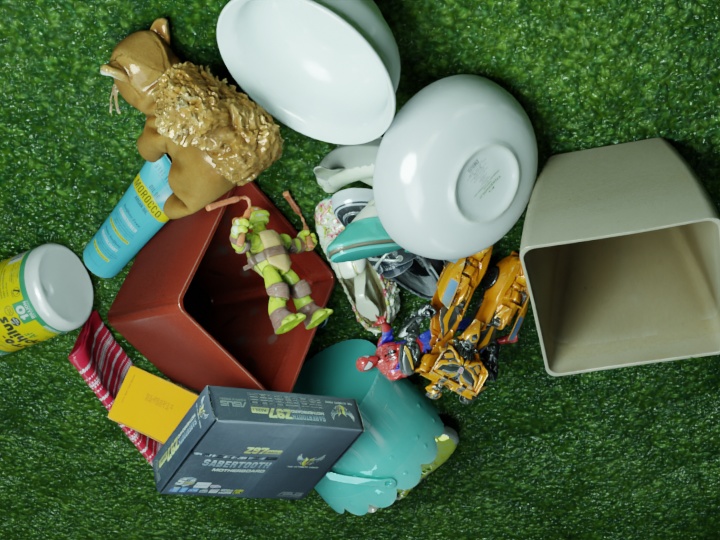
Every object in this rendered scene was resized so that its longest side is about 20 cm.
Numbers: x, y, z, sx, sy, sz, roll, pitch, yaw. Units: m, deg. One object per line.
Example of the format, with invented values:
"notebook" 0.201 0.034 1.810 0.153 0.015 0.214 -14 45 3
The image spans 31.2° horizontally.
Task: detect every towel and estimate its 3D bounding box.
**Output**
"towel" -0.305 0.156 1.676 0.022 0.145 0.200 -31 108 9

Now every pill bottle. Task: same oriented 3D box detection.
"pill bottle" -0.448 0.046 1.636 0.199 0.113 0.113 -19 130 26

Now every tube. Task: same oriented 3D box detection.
"tube" -0.265 -0.064 1.537 0.078 0.050 0.200 51 129 6

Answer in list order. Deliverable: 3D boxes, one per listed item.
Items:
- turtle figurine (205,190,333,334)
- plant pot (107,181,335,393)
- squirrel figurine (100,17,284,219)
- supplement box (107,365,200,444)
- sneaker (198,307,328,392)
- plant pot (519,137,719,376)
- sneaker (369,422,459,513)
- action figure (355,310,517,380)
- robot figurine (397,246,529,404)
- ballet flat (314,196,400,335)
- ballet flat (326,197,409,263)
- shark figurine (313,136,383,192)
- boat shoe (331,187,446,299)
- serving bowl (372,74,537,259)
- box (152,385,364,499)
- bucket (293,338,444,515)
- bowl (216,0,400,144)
"turtle figurine" -0.102 -0.010 1.443 0.064 0.162 0.200 -30 165 22
"plant pot" -0.180 0.035 1.535 0.176 0.201 0.200 -11 134 37
"squirrel figurine" -0.177 -0.171 1.340 0.187 0.141 0.200 56 158 -16
"supplement box" -0.209 0.193 1.623 0.126 0.074 0.200 20 172 25
"sneaker" -0.132 0.103 1.642 0.199 0.109 0.070 -17 129 26
"plant pot" 0.281 -0.029 1.388 0.199 0.178 0.200 -8 134 12
"sneaker" 0.069 0.280 1.815 0.075 0.077 0.200 31 131 -19
"action figure" 0.088 0.080 1.559 0.199 0.066 0.099 -18 158 -3
"robot figurine" 0.127 0.058 1.503 0.145 0.201 0.058 27 174 -26
"ballet flat" 0.000 0.000 1.550 0.075 0.064 0.200 -12 131 22
"ballet flat" 0.042 -0.049 1.415 0.199 0.071 0.067 -4 168 -33
"shark figurine" 0.032 -0.136 1.403 0.213 0.090 0.128 -2 169 22
"boat shoe" 0.035 -0.026 1.482 0.071 0.068 0.200 -16 145 28
"serving bowl" 0.112 -0.099 1.345 0.199 0.066 0.201 -14 116 -29
"box" -0.118 0.201 1.483 0.199 0.051 0.158 9 136 -34
"bucket" -0.010 0.198 1.662 0.206 0.208 0.135 -24 121 30
"bowl" -0.037 -0.227 1.286 0.200 0.091 0.201 22 150 13
